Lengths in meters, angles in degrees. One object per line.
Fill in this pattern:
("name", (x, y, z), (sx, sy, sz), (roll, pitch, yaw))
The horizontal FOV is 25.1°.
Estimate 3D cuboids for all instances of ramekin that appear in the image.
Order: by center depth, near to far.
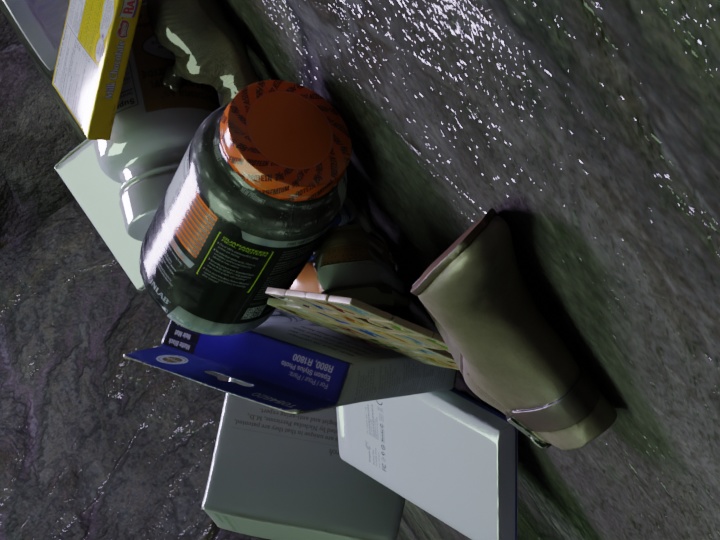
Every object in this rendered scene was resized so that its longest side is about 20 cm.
("ramekin", (-0.326, -0.319, 1.666), (0.200, 0.105, 0.200), (59, 177, 6))

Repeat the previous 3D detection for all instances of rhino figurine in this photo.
("rhino figurine", (-0.127, -0.179, 1.326), (0.200, 0.060, 0.087), (54, 148, 2))

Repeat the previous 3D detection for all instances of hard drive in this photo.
("hard drive", (0.054, 0.149, 1.403), (0.200, 0.025, 0.132), (26, 131, 40))

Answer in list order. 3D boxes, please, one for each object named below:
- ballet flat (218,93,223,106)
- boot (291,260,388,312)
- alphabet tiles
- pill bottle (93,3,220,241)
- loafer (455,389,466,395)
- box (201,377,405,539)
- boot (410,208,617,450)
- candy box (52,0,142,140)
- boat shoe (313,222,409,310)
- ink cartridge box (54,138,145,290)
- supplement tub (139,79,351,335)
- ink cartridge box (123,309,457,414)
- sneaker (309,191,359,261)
("ballet flat", (-0.129, -0.094, 1.468), (0.064, 0.076, 0.200), (107, 153, -58))
("boot", (-0.031, 0.014, 1.521), (0.155, 0.077, 0.200), (102, 147, -66))
("alphabet tiles", (0.015, 0.045, 1.169), (0.167, 0.008, 0.200), (23, 172, -27))
("pill bottle", (-0.177, -0.132, 1.402), (0.114, 0.114, 0.200), (84, 172, -72))
("loafer", (0.068, 0.145, 1.466), (0.073, 0.072, 0.200), (60, 169, -24))
("box", (-0.046, 0.194, 1.674), (0.200, 0.171, 0.199), (10, 166, 2))
("boot", (0.099, 0.044, 0.990), (0.146, 0.070, 0.200), (48, 172, 3))
("candy box", (-0.208, -0.217, 1.316), (0.102, 0.026, 0.200), (54, 134, 48))
("boat shoe", (0.000, 0.000, 1.333), (0.200, 0.075, 0.068), (80, -177, -86))
("ink cartridge box", (-0.180, -0.087, 1.553), (0.146, 0.084, 0.200), (56, -151, -3))
("supplement tub", (-0.087, -0.047, 1.231), (0.123, 0.122, 0.200), (53, 142, 14))
("ink cartridge box", (-0.055, 0.065, 1.319), (0.200, 0.200, 0.041), (15, 102, 37))
("sneaker", (-0.056, -0.045, 1.370), (0.079, 0.089, 0.200), (52, 168, 17))
